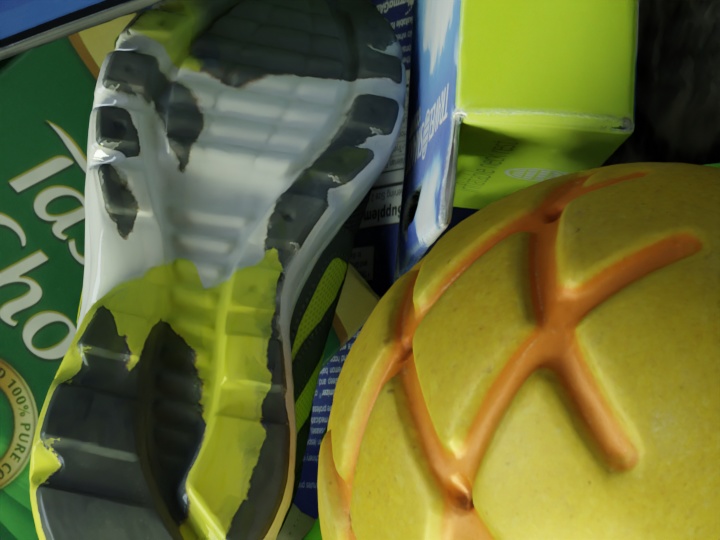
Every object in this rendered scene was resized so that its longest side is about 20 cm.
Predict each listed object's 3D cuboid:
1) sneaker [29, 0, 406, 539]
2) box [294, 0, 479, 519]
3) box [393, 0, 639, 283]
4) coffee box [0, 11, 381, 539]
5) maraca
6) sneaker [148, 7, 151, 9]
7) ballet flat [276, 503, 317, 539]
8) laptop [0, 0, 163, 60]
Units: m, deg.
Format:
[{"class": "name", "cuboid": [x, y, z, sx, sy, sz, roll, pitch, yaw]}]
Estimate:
[{"class": "sneaker", "cuboid": [-0.041, 0.010, 0.640, 0.085, 0.074, 0.200, 104, -178, -54]}, {"class": "box", "cuboid": [0.000, 0.000, 0.757, 0.121, 0.032, 0.200, -8, 77, 64]}, {"class": "box", "cuboid": [0.040, -0.099, 0.640, 0.122, 0.048, 0.200, 116, 158, -81]}, {"class": "coffee box", "cuboid": [-0.099, 0.031, 0.667, 0.200, 0.123, 0.044, -45, 13, -26]}, {"class": "maraca", "cuboid": [0.039, 0.043, 0.571, 0.200, 0.107, 0.137, -21, 41, 56]}, {"class": "sneaker", "cuboid": [-0.102, -0.125, 0.950, 0.074, 0.082, 0.200, 16, 99, 63]}, {"class": "ballet flat", "cuboid": [-0.054, 0.095, 0.735, 0.200, 0.069, 0.070, -21, 64, 60]}, {"class": "laptop", "cuboid": [-0.079, -0.143, 0.705, 0.177, 0.103, 0.200, -13, 78, 42]}]
